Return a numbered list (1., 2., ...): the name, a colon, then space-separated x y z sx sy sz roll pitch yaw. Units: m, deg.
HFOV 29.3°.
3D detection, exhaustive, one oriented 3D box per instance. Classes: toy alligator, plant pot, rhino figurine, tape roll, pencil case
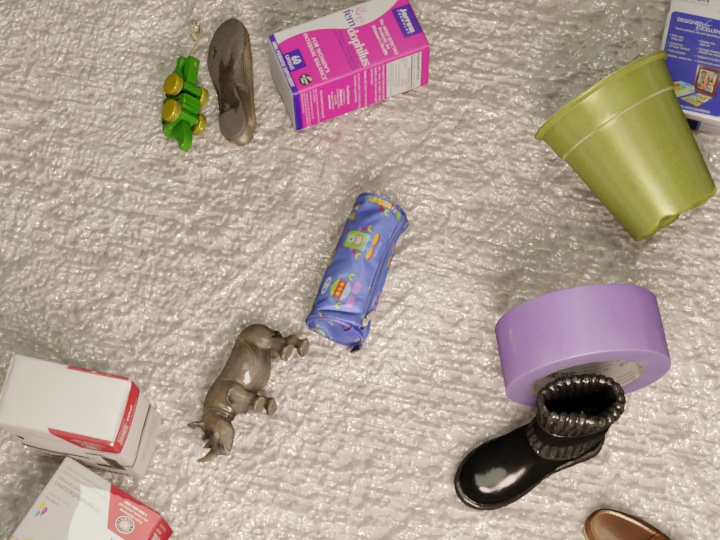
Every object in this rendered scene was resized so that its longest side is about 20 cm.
1. toy alligator: -0.245 -0.248 1.879 0.054 0.059 0.201 -18 61 38
2. plant pot: 0.357 -0.147 1.767 0.199 0.200 0.191 -30 83 -11
3. rhino figurine: -0.148 0.152 1.704 0.087 0.060 0.201 19 69 30
4. tape roll: 0.265 0.093 1.646 0.199 0.200 0.086 -7 67 -2
5. pencil case: 0.000 0.000 1.754 0.086 0.078 0.201 6 65 36

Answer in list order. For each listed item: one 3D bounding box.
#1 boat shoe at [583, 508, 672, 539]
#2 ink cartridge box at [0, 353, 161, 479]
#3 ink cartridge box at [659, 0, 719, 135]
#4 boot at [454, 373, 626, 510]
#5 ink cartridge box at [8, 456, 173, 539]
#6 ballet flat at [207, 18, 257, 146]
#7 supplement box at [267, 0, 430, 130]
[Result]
1. boat shoe: 0.353 0.343 1.611 0.200 0.068 0.072 36 73 15
2. ink cartridge box: -0.329 0.177 1.625 0.146 0.200 0.083 11 71 6
3. ink cartridge box: 0.504 -0.279 1.880 0.196 0.047 0.201 13 67 8
4. boot: 0.208 0.200 1.624 0.210 0.158 0.080 -27 69 -10
5. ink cartridge box: -0.338 0.347 1.617 0.145 0.083 0.201 29 71 12
6. ballet flat: -0.169 -0.257 1.888 0.067 0.046 0.201 -24 59 25
7. supplement box: -0.015 -0.284 1.861 0.199 0.103 0.102 -20 68 -9
